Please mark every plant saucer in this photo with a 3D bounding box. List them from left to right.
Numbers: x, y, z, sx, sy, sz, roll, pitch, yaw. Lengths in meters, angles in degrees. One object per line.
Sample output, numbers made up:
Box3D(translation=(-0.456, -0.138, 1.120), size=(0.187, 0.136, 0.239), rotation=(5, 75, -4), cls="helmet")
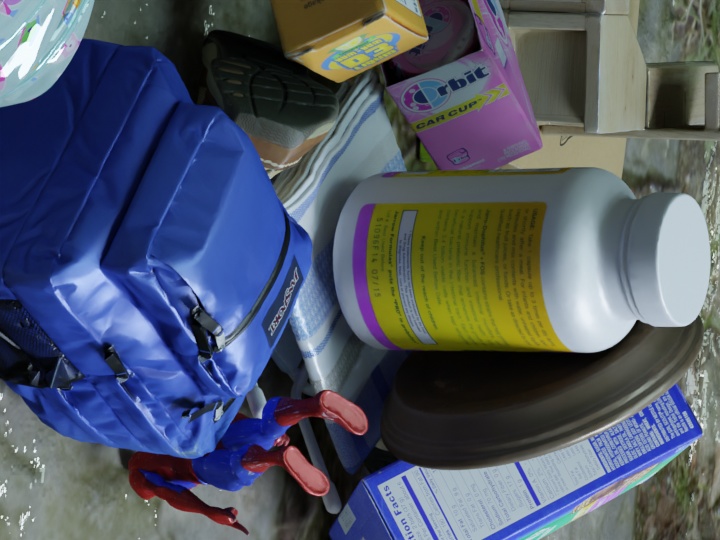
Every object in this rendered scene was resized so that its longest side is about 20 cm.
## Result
Box3D(translation=(0.101, 0.053, 1.531), size=(0.200, 0.199, 0.030), rotation=(-45, 120, -50), cls="plant saucer")

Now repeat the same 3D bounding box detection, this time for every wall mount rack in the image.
Box3D(translation=(-0.035, 0.038, 1.586), size=(0.200, 0.074, 0.174), rotation=(55, 50, -49), cls="wall mount rack")

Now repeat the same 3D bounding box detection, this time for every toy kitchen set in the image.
Box3D(translation=(0.207, -0.178, 1.760), size=(0.200, 0.162, 0.181), rotation=(-9, 102, -60), cls="toy kitchen set")

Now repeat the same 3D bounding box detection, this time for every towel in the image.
Box3D(translation=(0.000, 0.000, 1.555), size=(0.147, 0.024, 0.201), rotation=(-56, 140, -43), cls="towel")

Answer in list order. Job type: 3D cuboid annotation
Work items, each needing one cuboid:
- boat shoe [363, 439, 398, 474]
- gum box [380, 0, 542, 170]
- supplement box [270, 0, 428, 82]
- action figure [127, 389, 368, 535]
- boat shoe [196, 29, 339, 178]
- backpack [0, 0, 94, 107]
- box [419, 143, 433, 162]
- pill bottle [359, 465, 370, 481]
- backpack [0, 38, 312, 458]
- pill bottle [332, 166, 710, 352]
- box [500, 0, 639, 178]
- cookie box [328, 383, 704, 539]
Box3D(translation=(0.067, 0.053, 1.700), size=(0.201, 0.074, 0.063), rotation=(-47, 156, -24), cls="boat shoe")
Box3D(translation=(0.043, -0.169, 1.620), size=(0.114, 0.066, 0.201), rotation=(53, 19, -53), cls="gum box")
Box3D(translation=(-0.026, -0.211, 1.481), size=(0.069, 0.066, 0.201), rotation=(26, 46, -61), cls="supplement box")
Box3D(translation=(-0.072, 0.101, 1.418), size=(0.052, 0.200, 0.066), rotation=(41, 64, -25), cls="action figure")
Box3D(translation=(-0.059, -0.078, 1.453), size=(0.200, 0.075, 0.074), rotation=(-104, -148, -75), cls="boat shoe")
Box3D(translation=(-0.178, -0.173, 1.200), size=(0.127, 0.166, 0.201), rotation=(29, 76, -64), cls="backpack")
Box3D(translation=(0.104, -0.149, 1.843), size=(0.200, 0.047, 0.123), rotation=(-22, 115, -58), cls="box")
Box3D(translation=(0.033, 0.230, 1.713), size=(0.109, 0.108, 0.201), rotation=(34, 65, -59), cls="pill bottle")
Box3D(translation=(-0.114, 0.006, 1.340), size=(0.163, 0.167, 0.200), rotation=(-61, 148, -26), cls="backpack")
Box3D(translation=(0.092, -0.006, 1.483), size=(0.104, 0.199, 0.105), rotation=(0, 90, -59), cls="pill bottle")
Box3D(translation=(0.143, -0.139, 1.842), size=(0.200, 0.021, 0.164), rotation=(18, 78, -60), cls="box")
Box3D(translation=(0.090, 0.129, 1.599), size=(0.075, 0.199, 0.171), rotation=(61, -13, 10), cls="cookie box")
